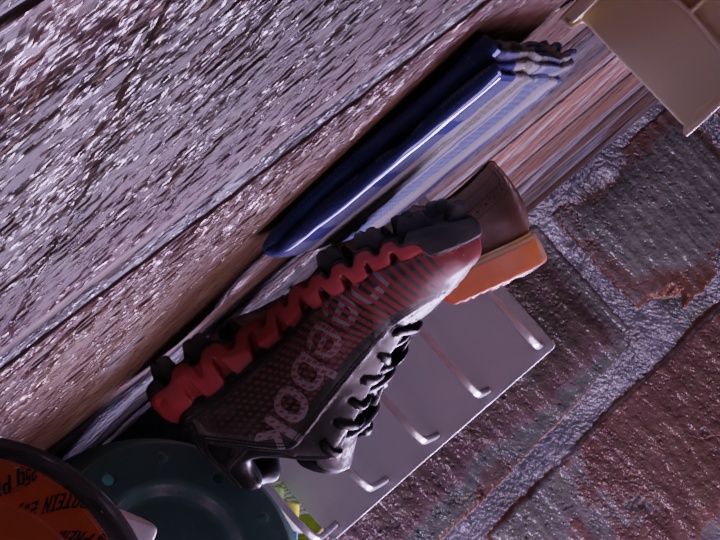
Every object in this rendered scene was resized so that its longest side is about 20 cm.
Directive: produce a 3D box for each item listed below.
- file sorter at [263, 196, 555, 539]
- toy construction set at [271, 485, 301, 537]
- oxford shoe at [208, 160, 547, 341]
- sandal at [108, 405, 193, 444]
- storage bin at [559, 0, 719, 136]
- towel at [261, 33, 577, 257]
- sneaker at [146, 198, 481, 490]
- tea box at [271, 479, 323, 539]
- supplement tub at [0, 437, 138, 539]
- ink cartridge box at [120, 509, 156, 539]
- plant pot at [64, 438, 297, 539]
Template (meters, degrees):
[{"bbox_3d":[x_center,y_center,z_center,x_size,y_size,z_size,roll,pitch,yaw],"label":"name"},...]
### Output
[{"bbox_3d":[0.005,0.063,1.264,0.200,0.139,0.125,-42,174,4],"label":"file sorter"},{"bbox_3d":[-0.111,0.165,1.272,0.200,0.131,0.092,49,46,-53],"label":"toy construction set"},{"bbox_3d":[0.000,0.000,1.088,0.200,0.073,0.071,-22,-177,-11],"label":"oxford shoe"},{"bbox_3d":[-0.092,0.095,1.163,0.200,0.075,0.048,-33,174,18],"label":"sandal"},{"bbox_3d":[0.238,-0.191,1.033,0.199,0.094,0.200,-45,175,38],"label":"storage bin"},{"bbox_3d":[0.032,-0.063,0.950,0.147,0.024,0.200,-40,175,16],"label":"towel"},{"bbox_3d":[-0.010,0.043,0.967,0.200,0.098,0.071,-34,175,23],"label":"sneaker"},{"bbox_3d":[-0.008,0.090,1.463,0.197,0.134,0.200,-42,177,16],"label":"tea box"},{"bbox_3d":[-0.131,0.123,0.647,0.123,0.123,0.200,-40,177,-17],"label":"supplement tub"},{"bbox_3d":[-0.166,0.194,0.828,0.148,0.086,0.200,134,-24,-69],"label":"ink cartridge box"},{"bbox_3d":[-0.117,0.181,1.030,0.201,0.201,0.161,-38,166,-39],"label":"plant pot"}]
